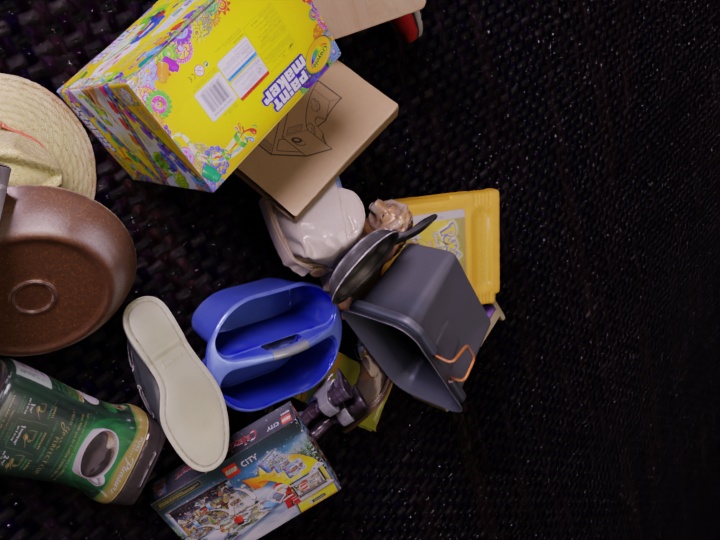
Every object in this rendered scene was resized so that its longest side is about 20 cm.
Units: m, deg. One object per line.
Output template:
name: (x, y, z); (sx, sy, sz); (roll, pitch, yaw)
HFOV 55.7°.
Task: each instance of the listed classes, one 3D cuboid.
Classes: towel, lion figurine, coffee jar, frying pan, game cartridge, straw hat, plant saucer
towel: (-0.026, 0.171, 0.999); (0.199, 0.018, 0.087); (34, 77, -41)
lion figurine: (0.000, 0.000, 0.915); (0.072, 0.121, 0.203); (20, 87, -42)
coffee jar: (-0.302, 0.172, 0.705); (0.199, 0.085, 0.106); (36, 74, -40)
frying pan: (0.028, -0.032, 0.816); (0.190, 0.031, 0.115); (-45, 168, -14)
game cartridge: (0.117, -0.025, 1.025); (0.196, 0.032, 0.180); (-8, 106, -13)
straw hat: (-0.328, -0.086, 0.626); (0.199, 0.084, 0.205); (-10, 105, -40)
plant saucer: (-0.307, 0.015, 0.636); (0.197, 0.037, 0.202); (-19, 138, -18)

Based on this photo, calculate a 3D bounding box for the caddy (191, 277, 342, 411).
caddy: (-0.112, 0.088, 0.843); (0.198, 0.104, 0.144); (-16, 109, -38)

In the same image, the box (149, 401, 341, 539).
box: (-0.139, 0.268, 0.848); (0.198, 0.038, 0.138); (-29, 120, -4)

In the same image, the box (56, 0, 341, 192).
box: (-0.162, -0.198, 0.680); (0.201, 0.191, 0.123); (-51, 127, -20)

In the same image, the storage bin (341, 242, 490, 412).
storage bin: (0.094, 0.069, 0.883); (0.135, 0.144, 0.201); (-56, 135, -21)

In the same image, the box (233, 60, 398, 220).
box: (-0.073, -0.175, 0.805); (0.200, 0.163, 0.021); (-48, 168, -24)

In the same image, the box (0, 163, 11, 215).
box: (-0.381, -0.007, 0.549); (0.048, 0.156, 0.204); (9, 94, -77)

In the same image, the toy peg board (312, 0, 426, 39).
toy peg board: (-0.042, -0.381, 0.784); (0.098, 0.196, 0.202); (-73, 146, -58)

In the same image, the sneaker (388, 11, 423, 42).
sneaker: (0.002, -0.364, 0.884); (0.199, 0.077, 0.085); (40, 88, -32)

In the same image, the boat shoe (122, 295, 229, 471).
boat shoe: (-0.210, 0.127, 0.758); (0.074, 0.066, 0.201); (-32, 96, -28)

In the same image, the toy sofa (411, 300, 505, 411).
toy sofa: (0.140, 0.112, 1.091); (0.201, 0.082, 0.098); (-53, 129, -20)

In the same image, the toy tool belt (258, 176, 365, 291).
toy tool belt: (-0.065, -0.085, 0.844); (0.123, 0.123, 0.203); (-13, 67, -12)

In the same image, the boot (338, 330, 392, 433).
boot: (0.007, 0.129, 0.983); (0.097, 0.075, 0.201); (40, 80, -14)

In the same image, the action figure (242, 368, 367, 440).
action figure: (-0.085, 0.219, 0.904); (0.199, 0.070, 0.131); (-38, 123, 0)
